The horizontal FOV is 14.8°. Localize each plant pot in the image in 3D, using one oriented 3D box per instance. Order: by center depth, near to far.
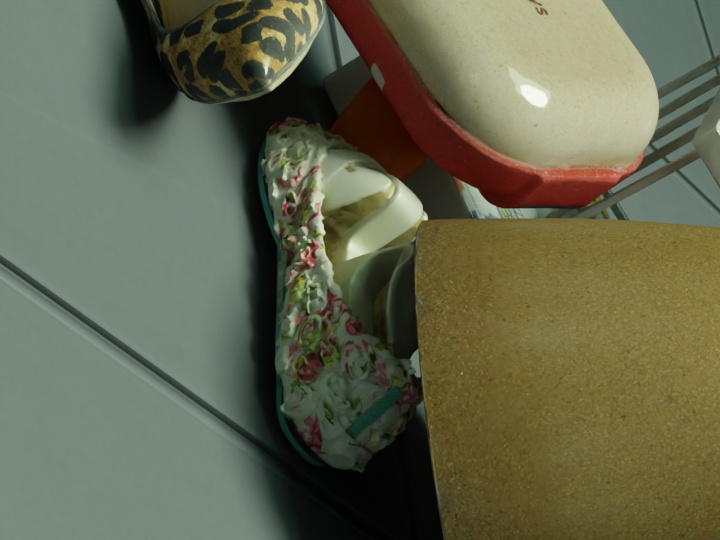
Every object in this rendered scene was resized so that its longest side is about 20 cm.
[{"bbox_3d":[0.135,0.056,1.083,0.186,0.200,0.186,-9,90,-83],"label":"plant pot"}]

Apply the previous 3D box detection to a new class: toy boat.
[{"bbox_3d":[0.028,-0.091,1.209,0.130,0.131,0.200,-1,50,-45],"label":"toy boat"}]

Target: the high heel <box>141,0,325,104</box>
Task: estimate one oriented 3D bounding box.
[{"bbox_3d":[-0.081,-0.147,1.128,0.143,0.071,0.200,55,5,-24],"label":"high heel"}]

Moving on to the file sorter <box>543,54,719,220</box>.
[{"bbox_3d":[0.165,-0.009,1.287,0.139,0.125,0.200,57,23,-9],"label":"file sorter"}]

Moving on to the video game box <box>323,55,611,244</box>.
[{"bbox_3d":[0.078,-0.006,1.327,0.182,0.047,0.200,9,53,-64],"label":"video game box"}]

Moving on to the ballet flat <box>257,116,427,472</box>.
[{"bbox_3d":[0.000,0.000,1.132,0.076,0.064,0.200,41,28,-35],"label":"ballet flat"}]
